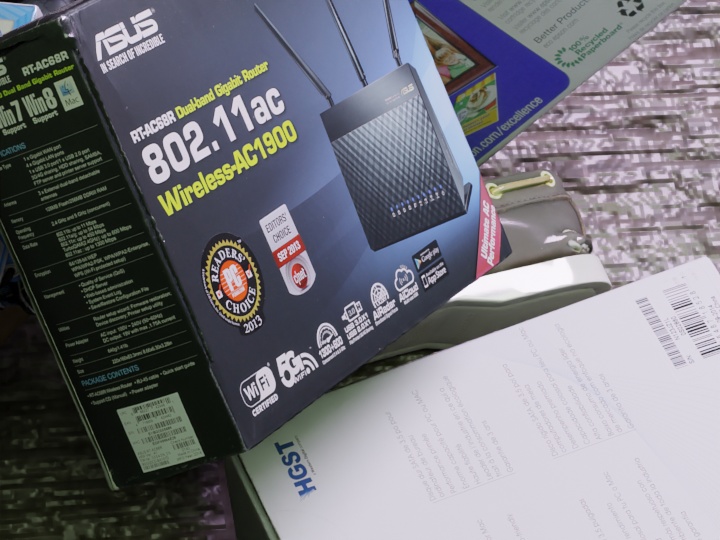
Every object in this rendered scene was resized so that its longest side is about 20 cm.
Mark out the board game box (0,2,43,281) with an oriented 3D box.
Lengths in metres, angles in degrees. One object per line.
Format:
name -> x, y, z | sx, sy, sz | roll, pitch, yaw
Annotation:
board game box -> -0.188, 0.001, 0.994 | 0.134, 0.034, 0.201 | 8, 70, 12

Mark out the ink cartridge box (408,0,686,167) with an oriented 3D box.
ink cartridge box -> 0.014, -0.132, 1.124 | 0.200, 0.198, 0.043 | 32, 40, -27

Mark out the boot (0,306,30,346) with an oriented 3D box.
boot -> -0.166, 0.057, 1.067 | 0.175, 0.066, 0.200 | 32, 46, 4

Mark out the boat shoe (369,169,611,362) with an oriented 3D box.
boat shoe -> -0.001, 0.001, 1.164 | 0.201, 0.072, 0.060 | -8, 68, -25

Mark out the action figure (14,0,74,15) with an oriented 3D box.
action figure -> -0.160, -0.088, 1.157 | 0.199, 0.069, 0.130 | 2, 44, -18

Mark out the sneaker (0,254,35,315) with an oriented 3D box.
sneaker -> -0.138, -0.006, 1.062 | 0.200, 0.079, 0.089 | 25, 56, 2

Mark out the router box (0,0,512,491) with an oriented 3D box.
router box -> -0.040, -0.035, 1.017 | 0.200, 0.062, 0.150 | -36, 104, -55

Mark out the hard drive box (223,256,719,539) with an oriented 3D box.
hard drive box -> 0.070, 0.100, 1.087 | 0.199, 0.077, 0.156 | -18, 48, -11
